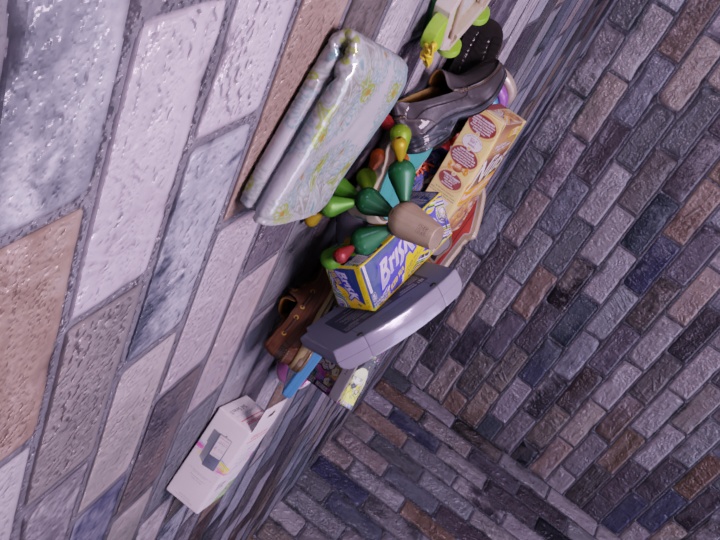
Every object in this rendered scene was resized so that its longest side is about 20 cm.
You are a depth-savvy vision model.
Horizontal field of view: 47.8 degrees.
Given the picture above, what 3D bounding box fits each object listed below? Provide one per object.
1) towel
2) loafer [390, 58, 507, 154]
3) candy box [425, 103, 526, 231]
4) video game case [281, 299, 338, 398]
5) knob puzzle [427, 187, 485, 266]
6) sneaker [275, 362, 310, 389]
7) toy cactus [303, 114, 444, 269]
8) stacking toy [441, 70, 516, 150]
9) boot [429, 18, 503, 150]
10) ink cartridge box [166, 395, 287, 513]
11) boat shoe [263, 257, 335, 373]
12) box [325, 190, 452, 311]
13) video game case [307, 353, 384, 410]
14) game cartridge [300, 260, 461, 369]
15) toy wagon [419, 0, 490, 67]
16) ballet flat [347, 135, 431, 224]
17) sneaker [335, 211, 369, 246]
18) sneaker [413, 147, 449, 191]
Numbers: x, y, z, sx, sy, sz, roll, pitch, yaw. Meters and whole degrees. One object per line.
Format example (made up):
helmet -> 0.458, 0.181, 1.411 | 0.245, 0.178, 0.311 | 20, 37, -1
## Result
towel -> -0.031, -0.137, 0.814 | 0.201, 0.048, 0.171 | -58, 171, 15
loafer -> 0.120, -0.235, 1.077 | 0.200, 0.072, 0.073 | -42, 123, -26
candy box -> 0.159, -0.148, 1.207 | 0.201, 0.055, 0.115 | -59, 165, 24
video game case -> -0.064, 0.079, 1.223 | 0.144, 0.018, 0.201 | -53, -165, 31
knob puzzle -> 0.125, -0.112, 1.340 | 0.030, 0.220, 0.221 | 22, 106, -44
sneaker -> -0.077, 0.131, 1.449 | 0.200, 0.080, 0.089 | -47, 175, -19
toy cactus -> 0.026, -0.081, 0.975 | 0.201, 0.164, 0.102 | -56, 152, -7
stacking toy -> 0.168, -0.253, 1.332 | 0.200, 0.085, 0.086 | -47, 168, -20
boot -> 0.151, -0.265, 1.216 | 0.201, 0.077, 0.138 | -55, 175, 7
ink cartridge box -> -0.207, 0.271, 1.281 | 0.201, 0.067, 0.117 | -55, 170, 8
boat shoe -> -0.079, 0.048, 1.146 | 0.072, 0.067, 0.201 | -52, -166, 46
box -> 0.041, -0.030, 1.084 | 0.200, 0.064, 0.071 | -42, 124, -39
video game case -> -0.027, 0.100, 1.275 | 0.182, 0.036, 0.200 | -59, -148, -3
game cartridge -> 0.029, 0.054, 1.048 | 0.199, 0.042, 0.133 | -32, -155, -19
toy wagon -> 0.122, -0.323, 0.964 | 0.200, 0.039, 0.155 | -51, 169, -22
ballet flat -> 0.040, -0.141, 1.106 | 0.201, 0.069, 0.070 | -59, 175, -34
sneaker -> 0.000, 0.000, 1.126 | 0.088, 0.074, 0.202 | -64, 149, -62
sneaker -> 0.082, -0.151, 1.223 | 0.200, 0.075, 0.079 | -26, 149, -60
